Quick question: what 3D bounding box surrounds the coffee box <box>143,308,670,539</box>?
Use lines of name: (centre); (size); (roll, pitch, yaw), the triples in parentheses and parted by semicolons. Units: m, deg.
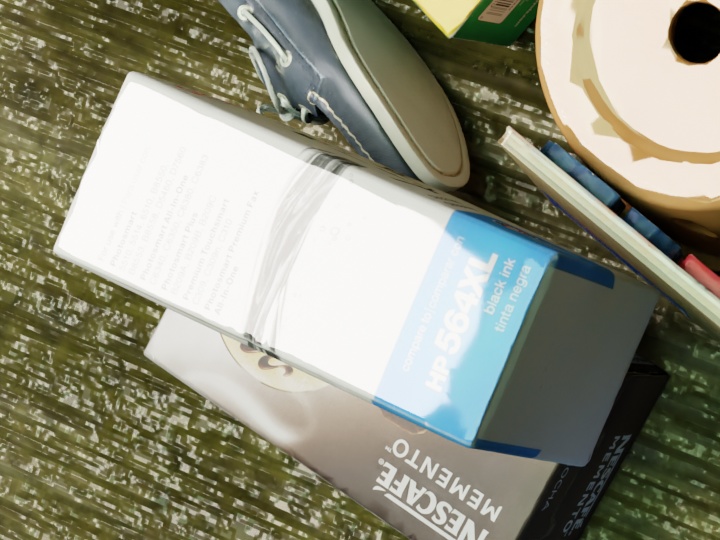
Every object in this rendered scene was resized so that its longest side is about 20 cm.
coffee box: (0.020, 0.042, 1.231); (0.200, 0.080, 0.113); (34, 102, 22)

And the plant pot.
plant pot: (0.158, -0.092, 1.129); (0.199, 0.140, 0.201); (1, 91, 27)

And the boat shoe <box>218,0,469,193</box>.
boat shoe: (-0.024, -0.102, 1.255); (0.062, 0.075, 0.200); (-42, 72, 19)

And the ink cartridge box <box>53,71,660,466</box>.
ink cartridge box: (0.000, 0.000, 1.118); (0.199, 0.146, 0.085); (25, 94, 22)

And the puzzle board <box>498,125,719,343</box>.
puzzle board: (0.145, 0.017, 1.121); (0.200, 0.151, 0.017); (41, 92, 14)

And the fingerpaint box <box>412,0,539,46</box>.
fingerpaint box: (0.063, -0.227, 1.211); (0.167, 0.073, 0.200); (47, 109, 18)
